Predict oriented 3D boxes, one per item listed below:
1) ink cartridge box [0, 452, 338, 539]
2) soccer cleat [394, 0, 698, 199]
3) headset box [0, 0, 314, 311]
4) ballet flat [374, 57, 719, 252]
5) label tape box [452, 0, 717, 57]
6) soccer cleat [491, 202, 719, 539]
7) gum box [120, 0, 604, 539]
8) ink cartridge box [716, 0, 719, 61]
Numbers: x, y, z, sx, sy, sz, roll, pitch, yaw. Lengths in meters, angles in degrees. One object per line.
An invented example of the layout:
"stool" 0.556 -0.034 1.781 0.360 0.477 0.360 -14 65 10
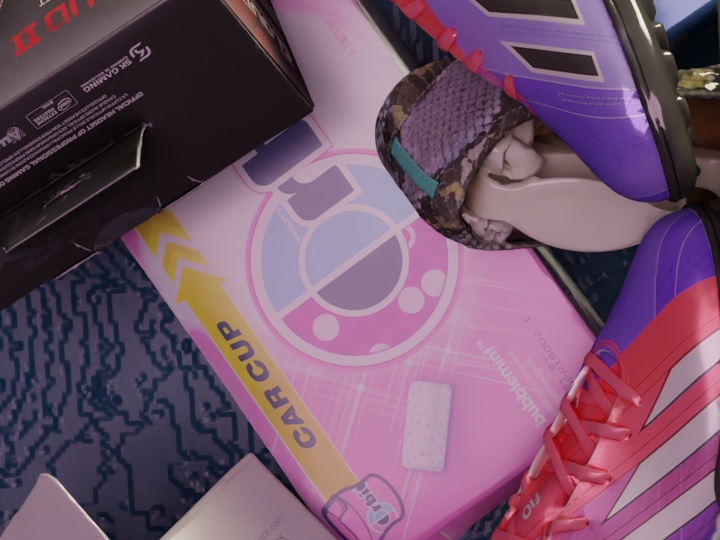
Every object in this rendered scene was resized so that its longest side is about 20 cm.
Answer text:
"ink cartridge box" -0.034 0.144 0.819 0.200 0.067 0.117 45 142 5
"soccer cleat" 0.033 -0.092 0.722 0.073 0.068 0.201 -27 63 -5
"headset box" -0.111 -0.083 0.791 0.148 0.075 0.200 -31 47 10
"ballet flat" 0.105 -0.031 0.777 0.199 0.072 0.072 -1 93 -18
"label tape box" 0.061 -0.165 0.817 0.144 0.063 0.201 -31 87 9
"soccer cleat" 0.074 0.077 0.738 0.073 0.068 0.201 5 105 -8
"gum box" 0.000 0.000 0.834 0.113 0.066 0.200 -36 87 9
"ink cartridge box" 0.182 -0.057 0.748 0.075 0.200 0.149 -2 92 29
